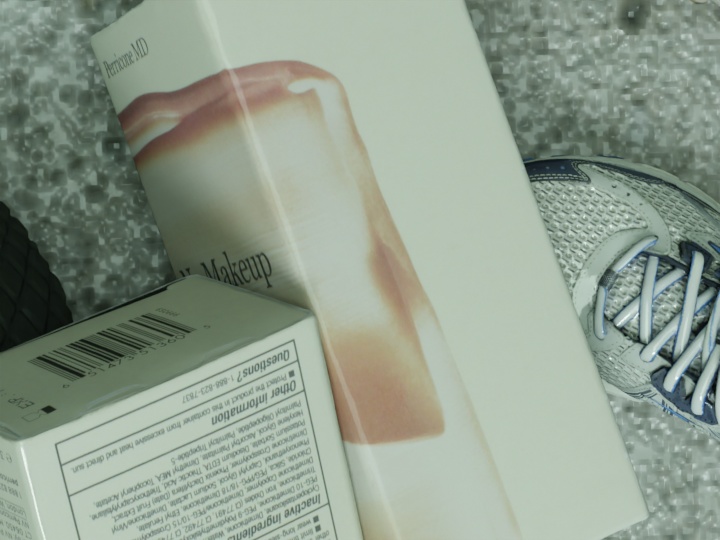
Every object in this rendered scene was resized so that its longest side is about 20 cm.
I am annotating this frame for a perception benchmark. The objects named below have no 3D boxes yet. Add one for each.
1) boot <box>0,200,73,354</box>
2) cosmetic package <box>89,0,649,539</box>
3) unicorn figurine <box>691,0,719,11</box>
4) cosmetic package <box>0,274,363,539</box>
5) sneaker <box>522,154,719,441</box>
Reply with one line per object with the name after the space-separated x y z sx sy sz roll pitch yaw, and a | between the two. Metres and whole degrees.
-0.194 0.006 0.805 0.199 0.068 0.131 34 125 -4 | boot
0.000 0.000 0.802 0.087 0.103 0.201 -20 90 -24 | cosmetic package
0.136 -0.089 0.801 0.199 0.137 0.074 28 89 -3 | unicorn figurine
-0.051 0.114 0.766 0.105 0.071 0.201 -21 111 -30 | cosmetic package
0.124 0.023 0.827 0.199 0.085 0.077 29 88 -3 | sneaker
